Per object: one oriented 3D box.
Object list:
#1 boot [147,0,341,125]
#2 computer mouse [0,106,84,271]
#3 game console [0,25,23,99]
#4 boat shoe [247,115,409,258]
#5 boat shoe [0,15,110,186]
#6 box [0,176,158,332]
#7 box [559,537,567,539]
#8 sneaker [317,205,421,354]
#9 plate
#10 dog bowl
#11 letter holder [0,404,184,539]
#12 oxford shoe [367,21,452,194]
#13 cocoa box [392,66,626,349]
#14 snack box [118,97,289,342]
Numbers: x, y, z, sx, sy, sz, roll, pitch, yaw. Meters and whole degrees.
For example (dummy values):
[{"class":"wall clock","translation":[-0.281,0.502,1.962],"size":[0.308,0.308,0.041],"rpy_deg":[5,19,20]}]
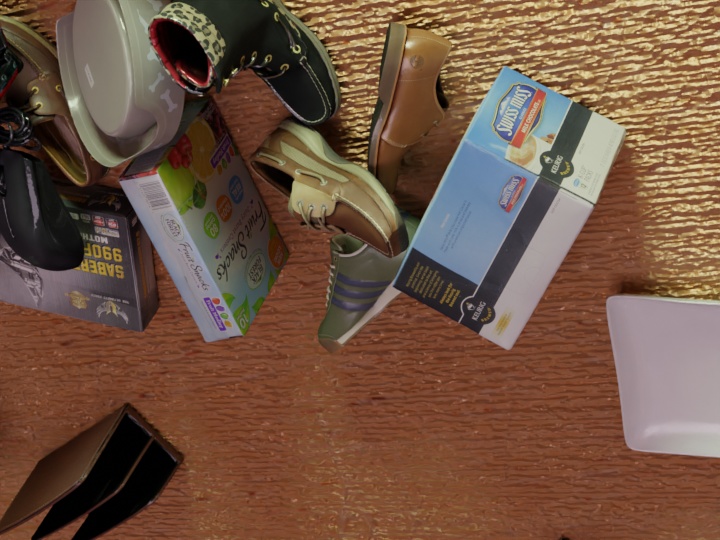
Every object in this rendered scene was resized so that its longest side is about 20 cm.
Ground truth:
[{"class":"boot","translation":[-0.107,-0.190,1.528],"size":[0.073,0.154,0.204],"rpy_deg":[-18,117,34]},{"class":"computer mouse","translation":[-0.358,-0.073,1.729],"size":[0.138,0.053,0.201],"rpy_deg":[3,128,42]},{"class":"game console","translation":[-0.443,-0.194,1.666],"size":[0.199,0.173,0.119],"rpy_deg":[-18,127,44]},{"class":"boat shoe","translation":[-0.034,-0.068,1.588],"size":[0.200,0.074,0.076],"rpy_deg":[41,159,38]},{"class":"boat shoe","translation":[-0.323,-0.171,1.702],"size":[0.072,0.068,0.200],"rpy_deg":[-25,113,37]},{"class":"box","translation":[-0.327,-0.025,1.834],"size":[0.199,0.048,0.159],"rpy_deg":[12,129,17]},{"class":"box","translation":[0.270,0.418,1.810],"size":[0.198,0.200,0.050],"rpy_deg":[30,133,-2]},{"class":"sneaker","translation":[0.000,0.000,1.698],"size":[0.090,0.067,0.200],"rpy_deg":[44,131,-3]},{"class":"plate","translation":[0.349,0.101,1.634],"size":[0.198,0.032,0.201],"rpy_deg":[2,127,22]},{"class":"dog bowl","translation":[-0.226,-0.200,1.574],"size":[0.200,0.058,0.202],"rpy_deg":[32,127,55]},{"class":"letter holder","translation":[-0.332,0.275,2.013],"size":[0.101,0.142,0.200],"rpy_deg":[46,131,-14]},{"class":"oxford shoe","translation":[0.044,-0.139,1.562],"size":[0.071,0.072,0.201],"rpy_deg":[8,137,-5]},{"class":"cocoa box","translation":[0.135,-0.057,1.537],"size":[0.131,0.134,0.201],"rpy_deg":[28,133,3]},{"class":"snack box","translation":[-0.152,-0.051,1.668],"size":[0.053,0.143,0.201],"rpy_deg":[-9,122,28]}]
